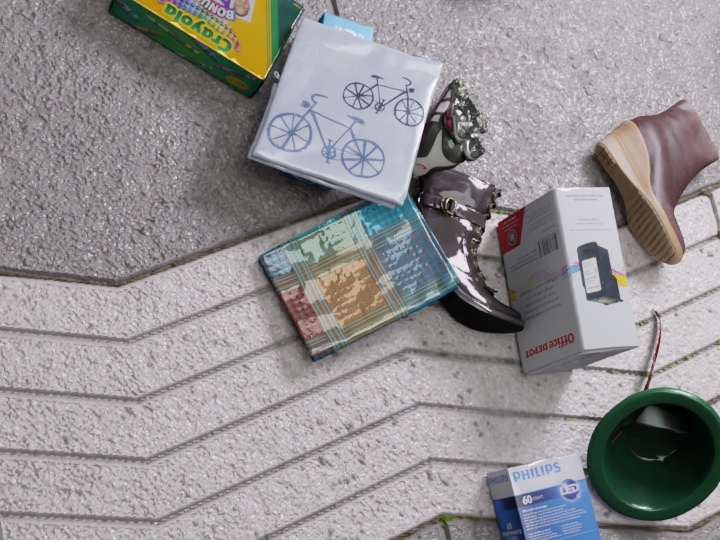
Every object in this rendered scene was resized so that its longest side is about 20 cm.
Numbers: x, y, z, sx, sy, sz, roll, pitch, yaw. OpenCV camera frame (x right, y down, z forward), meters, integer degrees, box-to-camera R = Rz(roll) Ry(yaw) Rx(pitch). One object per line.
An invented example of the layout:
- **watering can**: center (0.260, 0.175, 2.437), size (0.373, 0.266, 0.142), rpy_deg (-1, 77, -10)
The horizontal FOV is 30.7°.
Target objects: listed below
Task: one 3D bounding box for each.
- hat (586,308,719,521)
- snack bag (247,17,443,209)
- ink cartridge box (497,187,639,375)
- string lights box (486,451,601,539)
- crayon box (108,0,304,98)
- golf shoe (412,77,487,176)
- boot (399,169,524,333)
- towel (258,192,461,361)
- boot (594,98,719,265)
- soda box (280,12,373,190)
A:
- **hat**: center (0.371, 0.195, 1.660), size (0.166, 0.176, 0.200), rpy_deg (43, 102, -8)
- **snack bag**: center (-0.015, -0.188, 1.532), size (0.188, 0.021, 0.200), rpy_deg (18, 71, -3)
- **ink cartridge box**: center (0.249, 0.016, 1.591), size (0.083, 0.146, 0.200), rpy_deg (-3, 76, -25)
- **string lights box**: center (0.227, 0.324, 1.541), size (0.103, 0.059, 0.200), rpy_deg (-8, 78, -24)
- **crayon box**: center (-0.182, -0.311, 1.561), size (0.200, 0.058, 0.119), rpy_deg (30, 66, -11)
- **golf shoe**: center (0.103, -0.176, 1.601), size (0.077, 0.088, 0.200), rpy_deg (56, 20, -14)
- **boot**: center (0.136, -0.032, 1.602), size (0.200, 0.069, 0.174), rpy_deg (28, 67, -10)
- **towel**: center (0.000, 0.000, 1.529), size (0.200, 0.022, 0.147), rpy_deg (-27, 77, -11)
- **boot**: center (0.420, -0.122, 1.739), size (0.166, 0.072, 0.200), rpy_deg (-24, 81, -24)
- **soda box**: center (-0.040, -0.205, 1.585), size (0.068, 0.064, 0.200), rpy_deg (16, 69, -17)
